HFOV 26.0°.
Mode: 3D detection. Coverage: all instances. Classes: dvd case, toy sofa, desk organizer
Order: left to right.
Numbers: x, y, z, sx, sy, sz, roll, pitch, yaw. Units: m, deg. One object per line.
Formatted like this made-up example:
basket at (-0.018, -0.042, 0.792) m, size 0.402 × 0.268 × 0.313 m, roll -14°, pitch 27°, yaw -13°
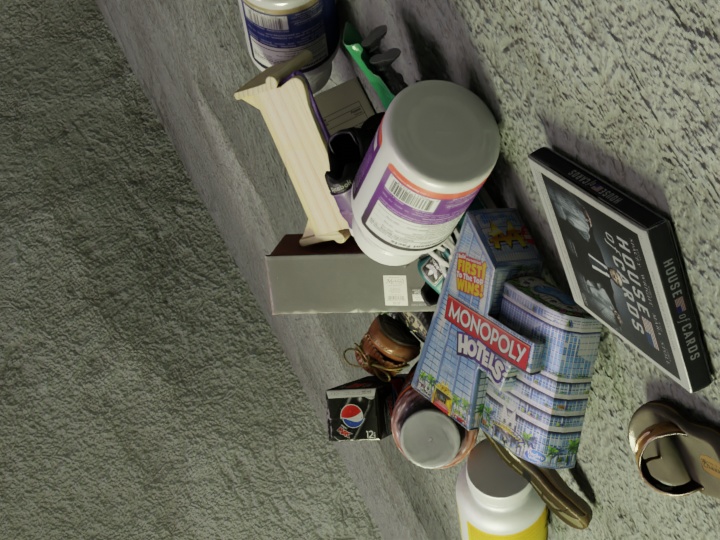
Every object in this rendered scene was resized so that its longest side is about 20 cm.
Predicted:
toy sofa at (-0.047, -0.135, 1.717) m, size 0.097 × 0.083 × 0.202 m, roll -12°, pitch 110°, yaw 37°
desk organizer at (0.000, 0.000, 1.752) m, size 0.077 × 0.197 × 0.073 m, roll -59°, pitch -35°, yaw -65°
dvd case at (0.206, -0.005, 1.249) m, size 0.152 × 0.025 × 0.200 m, roll 69°, pitch 170°, yaw -26°

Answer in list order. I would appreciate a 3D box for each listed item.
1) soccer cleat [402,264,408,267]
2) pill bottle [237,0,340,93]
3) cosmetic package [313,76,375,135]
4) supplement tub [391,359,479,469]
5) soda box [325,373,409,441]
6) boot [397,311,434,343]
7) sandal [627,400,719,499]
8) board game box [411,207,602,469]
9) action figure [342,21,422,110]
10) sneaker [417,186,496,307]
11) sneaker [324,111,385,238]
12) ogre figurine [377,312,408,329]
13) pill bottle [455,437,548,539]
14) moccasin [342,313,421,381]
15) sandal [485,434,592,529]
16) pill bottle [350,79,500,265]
soccer cleat at (0.060, -0.075, 1.688) m, size 0.068 × 0.086 × 0.200 m, roll 32°, pitch -159°, yaw -8°
pill bottle at (-0.079, -0.286, 1.757) m, size 0.112 × 0.110 × 0.201 m, roll 58°, pitch 169°, yaw 26°
cosmetic package at (-0.008, -0.113, 1.846) m, size 0.202 × 0.104 × 0.071 m, roll 64°, pitch 169°, yaw 6°
supplement tub at (0.093, 0.169, 1.846) m, size 0.108 × 0.106 × 0.200 m, roll 65°, pitch -168°, yaw -7°
soda box at (0.017, 0.168, 1.931) m, size 0.200 × 0.070 × 0.064 m, roll -7°, pitch -87°, yaw -75°
boot at (0.108, 0.066, 1.818) m, size 0.203 × 0.074 × 0.154 m, roll 40°, pitch 175°, yaw 26°
sandal at (0.261, 0.160, 1.285) m, size 0.083 × 0.054 × 0.200 m, roll 66°, pitch 170°, yaw -12°
board game box at (0.136, 0.054, 1.455) m, size 0.200 × 0.061 × 0.203 m, roll 34°, pitch 122°, yaw 52°
action figure at (0.051, -0.152, 1.560) m, size 0.201 × 0.054 × 0.119 m, roll 60°, pitch -174°, yaw -45°
sneaker at (0.102, -0.013, 1.586) m, size 0.072 × 0.079 × 0.201 m, roll 59°, pitch 166°, yaw 22°
sneaker at (0.007, -0.128, 1.648) m, size 0.088 × 0.075 × 0.201 m, roll 54°, pitch -156°, yaw -28°
ogre figurine at (0.017, -0.032, 1.960) m, size 0.120 × 0.097 × 0.202 m, roll 55°, pitch -149°, yaw -56°
pill bottle at (0.172, 0.281, 1.880) m, size 0.113 × 0.111 × 0.201 m, roll 57°, pitch 168°, yaw 31°
moccasin at (0.025, 0.099, 1.901) m, size 0.073 × 0.078 × 0.201 m, roll 39°, pitch 173°, yaw -2°
sandal at (0.192, 0.198, 1.724) m, size 0.200 × 0.054 × 0.082 m, roll 45°, pitch 169°, yaw 18°
pill bottle at (0.053, -0.083, 1.475) m, size 0.112 × 0.110 × 0.200 m, roll 61°, pitch 156°, yaw 16°
